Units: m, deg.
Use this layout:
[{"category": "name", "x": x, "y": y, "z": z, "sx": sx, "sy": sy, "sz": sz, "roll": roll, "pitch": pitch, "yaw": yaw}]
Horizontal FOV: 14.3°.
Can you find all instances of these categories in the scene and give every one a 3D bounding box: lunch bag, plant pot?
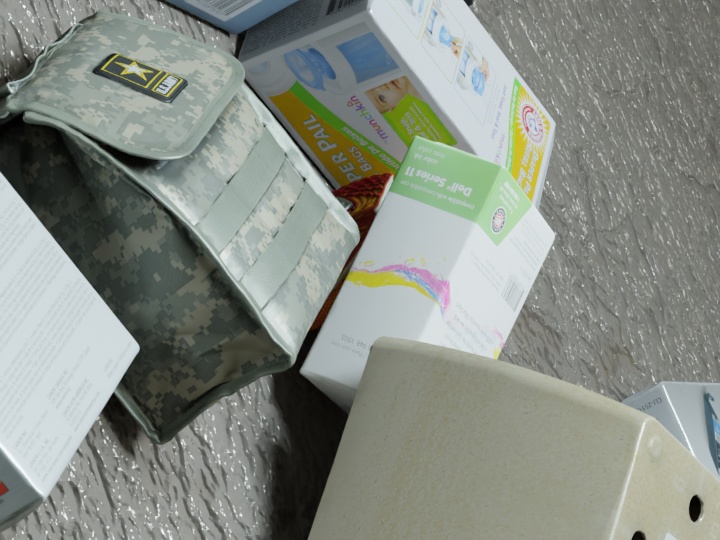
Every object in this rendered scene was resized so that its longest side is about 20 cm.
[{"category": "lunch bag", "x": -0.108, "y": -0.041, "z": 1.516, "sx": 0.200, "sy": 0.117, "sz": 0.164, "roll": 53, "pitch": 24, "yaw": -11}, {"category": "plant pot", "x": 0.102, "y": 0.166, "z": 1.579, "sx": 0.200, "sy": 0.176, "sz": 0.201, "roll": 43, "pitch": 56, "yaw": -42}]

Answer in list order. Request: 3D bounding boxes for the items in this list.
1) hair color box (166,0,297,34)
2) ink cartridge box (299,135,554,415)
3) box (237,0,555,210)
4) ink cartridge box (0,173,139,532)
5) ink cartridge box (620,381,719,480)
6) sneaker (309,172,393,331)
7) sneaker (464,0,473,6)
[{"category": "hair color box", "x": -0.108, "y": -0.260, "z": 1.819, "sx": 0.099, "sy": 0.060, "sz": 0.201, "roll": 22, "pitch": 46, "yaw": -58}, {"category": "ink cartridge box", "x": 0.033, "y": 0.037, "z": 1.701, "sx": 0.201, "sy": 0.067, "sz": 0.117, "roll": -64, "pitch": 153, "yaw": -11}, {"category": "box", "x": 0.027, "y": -0.114, "z": 1.875, "sx": 0.200, "sy": 0.112, "sz": 0.102, "roll": 50, "pitch": 37, "yaw": -30}, {"category": "ink cartridge box", "x": -0.202, "y": 0.008, "z": 1.362, "sx": 0.200, "sy": 0.050, "sz": 0.162, "roll": 50, "pitch": 25, "yaw": -12}, {"category": "ink cartridge box", "x": 0.286, "y": 0.175, "z": 2.240, "sx": 0.200, "sy": 0.045, "sz": 0.177, "roll": 5, "pitch": 60, "yaw": -64}, {"category": "sneaker", "x": 0.000, "y": 0.000, "z": 1.766, "sx": 0.077, "sy": 0.073, "sz": 0.200, "roll": 66, "pitch": 23, "yaw": -12}, {"category": "sneaker", "x": 0.018, "y": -0.259, "z": 2.104, "sx": 0.200, "sy": 0.077, "sz": 0.087, "roll": 41, "pitch": 18, "yaw": -57}]
